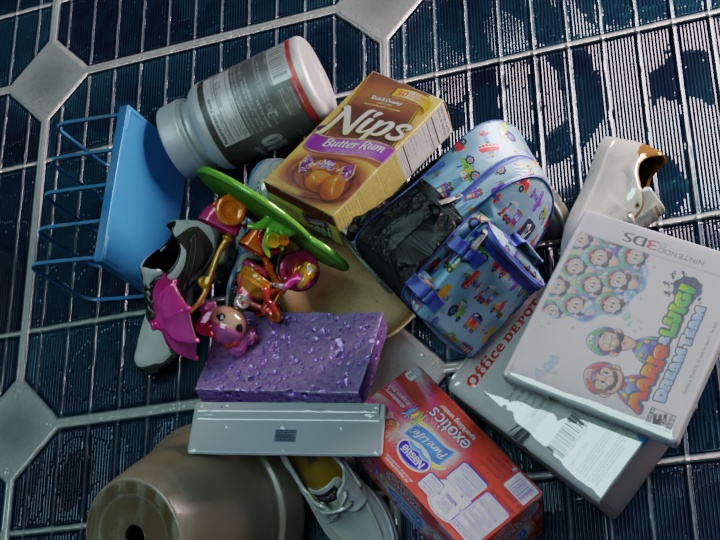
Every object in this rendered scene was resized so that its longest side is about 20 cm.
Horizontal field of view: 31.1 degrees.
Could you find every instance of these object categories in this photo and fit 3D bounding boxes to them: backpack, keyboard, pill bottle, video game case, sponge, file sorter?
[{"bbox_3d":[0.114,-0.037,1.272,0.200,0.183,0.135,-44,57,-1],"label":"backpack"},{"bbox_3d":[-0.074,0.159,1.299,0.198,0.011,0.057,-1,64,10],"label":"keyboard"},{"bbox_3d":[-0.138,-0.193,1.572,0.199,0.114,0.115,-23,61,13],"label":"pill bottle"},{"bbox_3d":[0.260,0.051,1.255,0.181,0.024,0.201,20,70,27],"label":"video game case"},{"bbox_3d":[-0.076,0.095,1.410,0.199,0.030,0.112,0,48,23],"label":"sponge"},{"bbox_3d":[-0.308,-0.074,1.584,0.122,0.139,0.201,-6,66,25],"label":"file sorter"}]

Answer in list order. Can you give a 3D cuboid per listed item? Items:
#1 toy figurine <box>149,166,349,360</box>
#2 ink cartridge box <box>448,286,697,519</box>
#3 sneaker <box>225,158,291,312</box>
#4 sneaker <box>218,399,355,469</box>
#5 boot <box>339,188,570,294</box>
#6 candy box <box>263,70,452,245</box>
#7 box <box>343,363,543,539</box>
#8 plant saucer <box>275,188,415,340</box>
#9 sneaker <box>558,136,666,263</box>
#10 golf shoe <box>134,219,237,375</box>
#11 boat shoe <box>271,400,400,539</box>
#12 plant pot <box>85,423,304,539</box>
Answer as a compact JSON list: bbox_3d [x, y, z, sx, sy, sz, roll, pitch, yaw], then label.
[{"bbox_3d":[-0.140,0.018,1.412,0.199,0.150,0.185,33,82,-12],"label":"toy figurine"},{"bbox_3d":[0.212,0.127,1.299,0.200,0.086,0.147,35,84,32],"label":"ink cartridge box"},{"bbox_3d":[-0.119,-0.035,1.532,0.072,0.072,0.201,-4,70,57],"label":"sneaker"},{"bbox_3d":[-0.097,0.189,1.414,0.199,0.075,0.091,-10,61,21],"label":"sneaker"},{"bbox_3d":[0.103,-0.044,1.397,0.200,0.073,0.182,-35,53,-19],"label":"boot"},{"bbox_3d":[-0.002,-0.133,1.488,0.116,0.057,0.200,27,64,35],"label":"candy box"},{"bbox_3d":[0.083,0.206,1.303,0.099,0.096,0.200,-35,57,-17],"label":"box"},{"bbox_3d":[0.000,0.000,1.475,0.199,0.035,0.202,-9,66,20],"label":"plant saucer"},{"bbox_3d":[0.268,-0.049,1.358,0.084,0.073,0.201,12,72,30],"label":"sneaker"},{"bbox_3d":[-0.230,0.025,1.509,0.078,0.094,0.201,41,106,50],"label":"golf shoe"},{"bbox_3d":[-0.029,0.226,1.330,0.071,0.070,0.201,-31,88,10],"label":"boat shoe"},{"bbox_3d":[-0.182,0.259,1.330,0.199,0.173,0.202,-1,89,26],"label":"plant pot"}]
